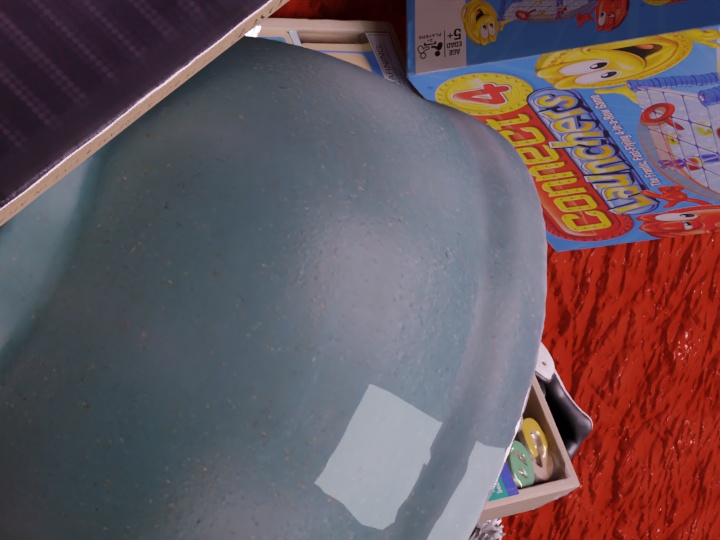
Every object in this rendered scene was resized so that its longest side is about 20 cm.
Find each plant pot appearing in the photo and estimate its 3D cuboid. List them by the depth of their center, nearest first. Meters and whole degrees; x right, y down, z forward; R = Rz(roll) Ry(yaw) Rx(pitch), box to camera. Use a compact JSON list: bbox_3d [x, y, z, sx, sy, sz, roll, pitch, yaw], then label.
[{"bbox_3d":[-0.066,0.016,0.665,0.134,0.200,0.201,31,82,-29],"label":"plant pot"}]

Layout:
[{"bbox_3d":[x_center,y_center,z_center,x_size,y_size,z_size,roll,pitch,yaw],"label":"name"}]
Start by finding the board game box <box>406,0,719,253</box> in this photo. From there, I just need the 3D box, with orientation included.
[{"bbox_3d":[0.142,-0.078,1.007,0.200,0.195,0.056,42,44,-60],"label":"board game box"}]

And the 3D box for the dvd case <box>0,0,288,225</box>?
[{"bbox_3d":[-0.105,-0.089,0.605,0.200,0.149,0.016,-42,173,-33],"label":"dvd case"}]

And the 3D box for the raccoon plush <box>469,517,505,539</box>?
[{"bbox_3d":[-0.019,0.066,0.932,0.097,0.134,0.200,-36,127,25],"label":"raccoon plush"}]

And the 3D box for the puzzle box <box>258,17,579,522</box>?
[{"bbox_3d":[0.000,0.000,0.910,0.133,0.025,0.201,-7,71,-53],"label":"puzzle box"}]

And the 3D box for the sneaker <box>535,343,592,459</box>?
[{"bbox_3d":[0.039,0.027,1.044,0.074,0.080,0.200,-59,143,-10],"label":"sneaker"}]

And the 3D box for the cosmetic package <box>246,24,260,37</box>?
[{"bbox_3d":[-0.126,-0.094,0.717,0.200,0.082,0.051,26,86,-47],"label":"cosmetic package"}]
